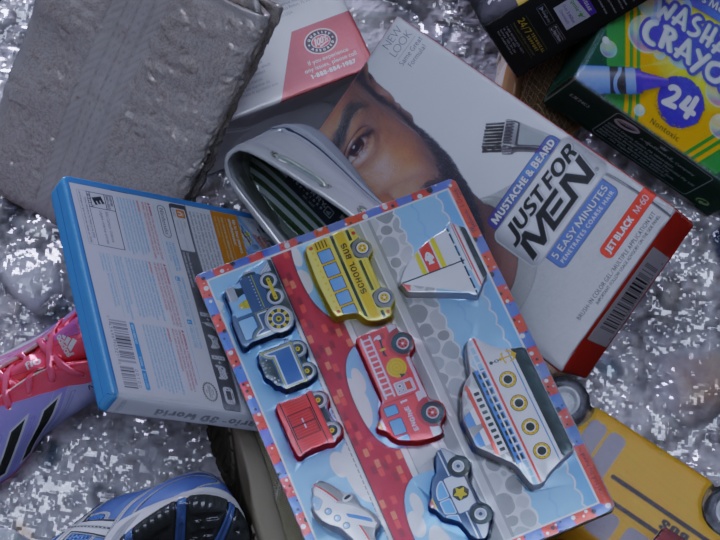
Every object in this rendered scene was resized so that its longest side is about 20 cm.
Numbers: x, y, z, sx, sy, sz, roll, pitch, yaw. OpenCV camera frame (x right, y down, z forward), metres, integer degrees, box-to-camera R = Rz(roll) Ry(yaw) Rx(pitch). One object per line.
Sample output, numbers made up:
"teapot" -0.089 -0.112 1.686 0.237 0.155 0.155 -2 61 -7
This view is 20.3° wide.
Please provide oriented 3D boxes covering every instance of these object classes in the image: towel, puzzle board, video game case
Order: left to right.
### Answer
"towel" -0.135 -0.100 1.143 0.132 0.034 0.200 33 116 13
"video game case" -0.064 0.025 1.084 0.199 0.018 0.144 11 46 -35
"puzzle board" 0.020 0.061 1.025 0.150 0.017 0.201 -21 69 -8

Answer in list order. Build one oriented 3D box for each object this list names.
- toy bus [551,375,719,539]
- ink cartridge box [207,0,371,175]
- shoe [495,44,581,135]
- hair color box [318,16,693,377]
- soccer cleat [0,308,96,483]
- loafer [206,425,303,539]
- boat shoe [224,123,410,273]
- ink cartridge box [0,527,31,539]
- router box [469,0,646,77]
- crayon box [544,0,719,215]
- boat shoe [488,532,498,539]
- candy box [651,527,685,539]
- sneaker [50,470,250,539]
"toy bus" 0.152 0.137 1.097 0.200 0.065 0.078 33 73 12
"ink cartridge box" -0.083 -0.173 1.219 0.116 0.068 0.201 -21 71 -9
"shoe" 0.127 -0.160 1.229 0.070 0.053 0.201 31 72 -25
"hair color box" 0.074 -0.042 1.141 0.200 0.064 0.111 37 95 21
"soccer cleat" -0.177 0.060 1.119 0.200 0.077 0.067 -30 71 -12
"loafer" -0.040 0.105 1.106 0.068 0.076 0.201 -9 65 -15
"boat shoe" 0.000 0.000 1.099 0.200 0.074 0.067 41 30 19
"ink cartridge box" -0.267 0.219 1.034 0.199 0.044 0.174 -1 65 25
"router box" 0.119 -0.229 1.190 0.157 0.052 0.200 -31 47 10
"crayon box" 0.211 -0.152 1.200 0.125 0.052 0.200 33 70 -9
"boat shoe" 0.054 0.163 1.028 0.072 0.072 0.200 -44 31 21
"candy box" 0.116 0.227 0.998 0.055 0.115 0.200 33 93 12
"sneaker" -0.146 0.176 1.083 0.199 0.077 0.076 -29 107 4
